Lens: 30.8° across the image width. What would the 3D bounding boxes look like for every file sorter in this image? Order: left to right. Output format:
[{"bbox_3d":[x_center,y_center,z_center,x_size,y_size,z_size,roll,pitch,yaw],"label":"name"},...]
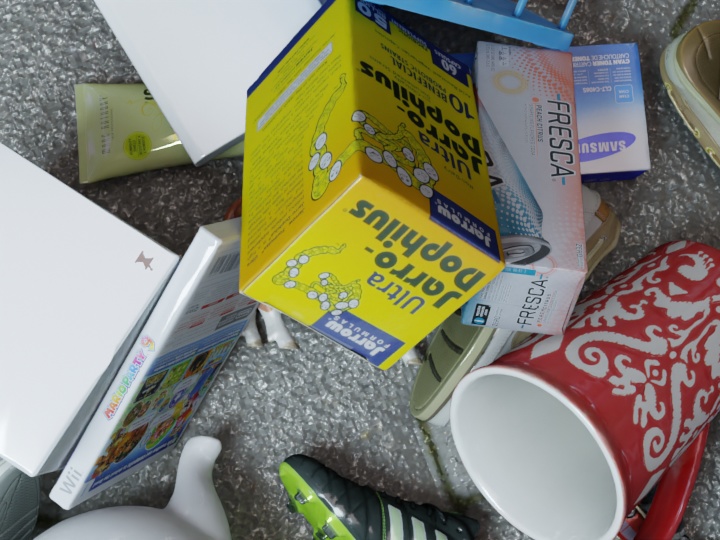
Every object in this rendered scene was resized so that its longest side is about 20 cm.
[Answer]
[{"bbox_3d":[0.049,-0.237,0.843,0.200,0.139,0.123,5,116,-42],"label":"file sorter"}]

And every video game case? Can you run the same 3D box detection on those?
[{"bbox_3d":[-0.112,0.051,0.832,0.018,0.143,0.200,35,107,11],"label":"video game case"}]

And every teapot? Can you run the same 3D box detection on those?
[{"bbox_3d":[-0.168,0.231,0.847,0.199,0.146,0.198,-8,115,-27],"label":"teapot"}]

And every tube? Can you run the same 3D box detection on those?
[{"bbox_3d":[-0.103,-0.107,0.930,0.199,0.058,0.052,-5,122,-1],"label":"tube"}]

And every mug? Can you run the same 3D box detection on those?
[{"bbox_3d":[0.171,0.088,0.869,0.133,0.178,0.200,31,48,31],"label":"mug"}]

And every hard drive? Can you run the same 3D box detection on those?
[{"bbox_3d":[-0.109,-0.190,0.899,0.132,0.027,0.200,-32,86,-5],"label":"hard drive"}]

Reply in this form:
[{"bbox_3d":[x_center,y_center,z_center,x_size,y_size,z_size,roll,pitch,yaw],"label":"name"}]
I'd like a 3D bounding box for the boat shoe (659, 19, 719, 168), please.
[{"bbox_3d":[0.289,-0.094,0.940,0.074,0.066,0.200,-38,100,-7],"label":"boat shoe"}]

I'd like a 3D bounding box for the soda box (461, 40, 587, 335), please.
[{"bbox_3d":[0.102,-0.058,0.835,0.068,0.064,0.200,6,49,-3],"label":"soda box"}]

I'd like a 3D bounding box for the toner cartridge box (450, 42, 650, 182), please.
[{"bbox_3d":[0.103,-0.108,0.943,0.199,0.043,0.095,-5,85,-4],"label":"toner cartridge box"}]

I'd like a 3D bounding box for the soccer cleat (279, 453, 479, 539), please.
[{"bbox_3d":[0.031,0.187,0.904,0.200,0.068,0.081,41,66,1],"label":"soccer cleat"}]

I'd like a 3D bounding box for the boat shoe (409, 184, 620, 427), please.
[{"bbox_3d":[0.110,0.030,0.911,0.068,0.075,0.200,31,97,-19],"label":"boat shoe"}]

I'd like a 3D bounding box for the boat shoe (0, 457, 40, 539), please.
[{"bbox_3d":[-0.263,0.185,0.841,0.065,0.074,0.202,34,126,8],"label":"boat shoe"}]

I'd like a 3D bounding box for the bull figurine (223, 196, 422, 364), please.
[{"bbox_3d":[0.000,0.000,0.911,0.199,0.065,0.122,6,85,9],"label":"bull figurine"}]

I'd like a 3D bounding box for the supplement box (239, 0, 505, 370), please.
[{"bbox_3d":[0.003,-0.061,0.793,0.109,0.200,0.109,30,125,-27],"label":"supplement box"}]

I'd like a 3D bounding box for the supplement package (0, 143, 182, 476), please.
[{"bbox_3d":[-0.209,0.025,0.833,0.150,0.200,0.152,33,83,1],"label":"supplement package"}]

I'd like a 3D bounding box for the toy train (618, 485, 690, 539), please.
[{"bbox_3d":[0.196,0.171,0.925,0.046,0.034,0.200,-41,88,5],"label":"toy train"}]

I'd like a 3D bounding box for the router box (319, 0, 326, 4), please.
[{"bbox_3d":[-0.081,-0.270,0.947,0.179,0.049,0.201,4,84,-3],"label":"router box"}]
